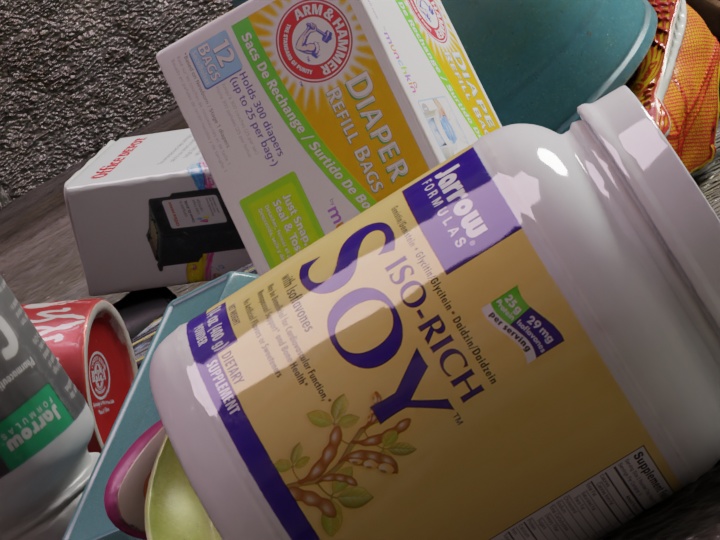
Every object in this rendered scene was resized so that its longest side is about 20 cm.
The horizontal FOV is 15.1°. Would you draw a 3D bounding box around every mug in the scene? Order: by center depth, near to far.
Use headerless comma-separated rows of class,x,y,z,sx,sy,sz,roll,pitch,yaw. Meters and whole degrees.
mug,-0.238,0.069,1.640,0.200,0.134,0.178,-8,33,13

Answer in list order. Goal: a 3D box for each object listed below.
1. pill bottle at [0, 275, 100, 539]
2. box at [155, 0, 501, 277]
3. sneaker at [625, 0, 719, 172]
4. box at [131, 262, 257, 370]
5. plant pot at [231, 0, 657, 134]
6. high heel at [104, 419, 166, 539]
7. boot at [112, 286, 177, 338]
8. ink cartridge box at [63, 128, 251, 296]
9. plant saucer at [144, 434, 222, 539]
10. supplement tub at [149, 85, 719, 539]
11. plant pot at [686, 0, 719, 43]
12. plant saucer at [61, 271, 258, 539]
pill bottle,-0.218,0.072,1.496,0.113,0.200,0.113,-32,11,7
box,0.007,-0.042,1.295,0.112,0.200,0.101,-28,-5,23
sneaker,0.155,-0.065,1.423,0.073,0.077,0.200,-20,31,41
box,-0.074,0.033,1.719,0.200,0.049,0.161,-25,9,35
plant pot,0.022,-0.149,1.426,0.200,0.188,0.200,-34,18,13
high heel,-0.087,0.091,1.355,0.096,0.067,0.200,-14,13,35
boot,-0.181,0.070,1.840,0.162,0.073,0.198,-29,9,-17
ink cartridge box,-0.087,-0.051,1.900,0.200,0.083,0.146,-8,16,14
plant saucer,-0.006,0.067,1.178,0.200,0.031,0.200,-30,33,22
supplement tub,0.042,0.038,0.976,0.200,0.145,0.145,-32,9,4
plant pot,0.210,-0.200,1.671,0.187,0.187,0.200,-36,-3,-24
plant saucer,-0.110,0.079,1.475,0.070,0.019,0.200,-25,31,40
